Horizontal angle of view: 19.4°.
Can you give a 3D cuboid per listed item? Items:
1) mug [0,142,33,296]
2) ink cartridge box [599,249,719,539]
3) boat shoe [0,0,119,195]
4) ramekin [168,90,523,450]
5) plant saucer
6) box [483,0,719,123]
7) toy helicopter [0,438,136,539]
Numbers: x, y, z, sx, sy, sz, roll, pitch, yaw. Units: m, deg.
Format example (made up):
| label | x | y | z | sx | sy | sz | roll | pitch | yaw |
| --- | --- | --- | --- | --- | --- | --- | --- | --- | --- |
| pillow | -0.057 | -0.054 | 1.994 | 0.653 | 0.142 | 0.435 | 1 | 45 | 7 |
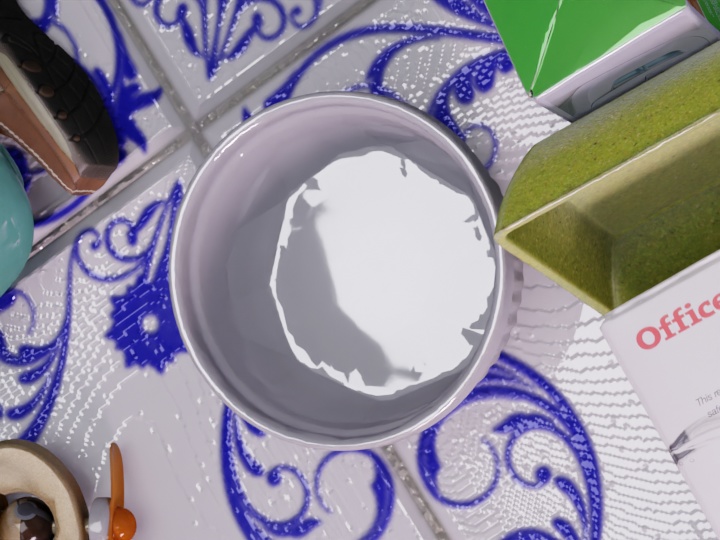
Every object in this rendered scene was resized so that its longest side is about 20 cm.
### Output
| label | x | y | z | sx | sy | sz | roll | pitch | yaw |
| --- | --- | --- | --- | --- | --- | --- | --- | --- | --- |
| mug | -0.262 | -0.034 | 1.261 | 0.185 | 0.152 | 0.114 | 12 | 51 | 42 |
| ink cartridge box | 0.241 | 0.076 | 1.128 | 0.144 | 0.084 | 0.200 | -30 | 86 | 16 |
| boat shoe | -0.227 | -0.119 | 1.305 | 0.074 | 0.076 | 0.200 | -46 | 70 | 20 |
| ramekin | 0.000 | 0.000 | 1.206 | 0.199 | 0.105 | 0.201 | 0 | 89 | 18 |
| plant saucer | 0.179 | -0.060 | 1.106 | 0.199 | 0.200 | 0.048 | -29 | 67 | 16 |
| box | 0.118 | -0.176 | 1.116 | 0.096 | 0.176 | 0.201 | -29 | 70 | 19 |
| toy helicopter | -0.179 | 0.195 | 1.292 | 0.132 | 0.079 | 0.201 | -29 | 91 | 7 |
